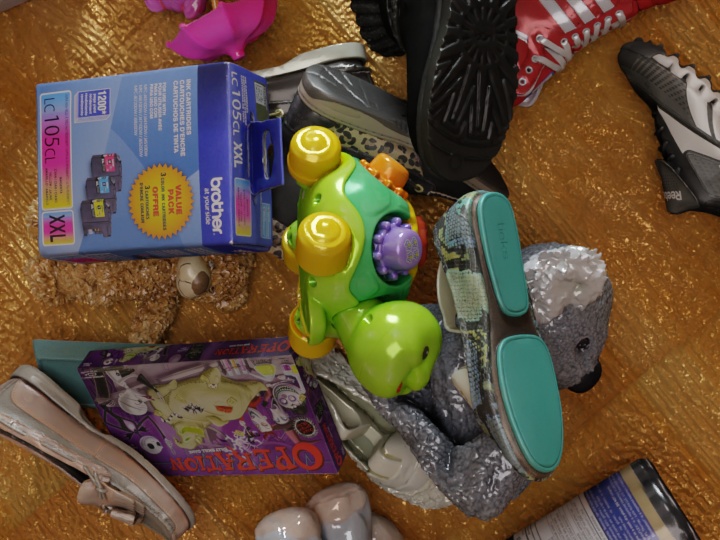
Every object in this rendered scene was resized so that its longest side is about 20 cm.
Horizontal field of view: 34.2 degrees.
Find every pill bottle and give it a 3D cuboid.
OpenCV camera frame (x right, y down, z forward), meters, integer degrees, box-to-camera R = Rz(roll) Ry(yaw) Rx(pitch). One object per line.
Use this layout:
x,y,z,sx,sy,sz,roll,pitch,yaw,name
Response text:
0.172,0.246,0.928,0.199,0.112,0.112,-33,89,7,pill bottle

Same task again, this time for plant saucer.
-0.178,0.093,0.989,0.198,0.019,0.070,1,129,5,plant saucer

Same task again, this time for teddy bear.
-0.191,-0.009,0.978,0.199,0.067,0.146,23,97,5,teddy bear

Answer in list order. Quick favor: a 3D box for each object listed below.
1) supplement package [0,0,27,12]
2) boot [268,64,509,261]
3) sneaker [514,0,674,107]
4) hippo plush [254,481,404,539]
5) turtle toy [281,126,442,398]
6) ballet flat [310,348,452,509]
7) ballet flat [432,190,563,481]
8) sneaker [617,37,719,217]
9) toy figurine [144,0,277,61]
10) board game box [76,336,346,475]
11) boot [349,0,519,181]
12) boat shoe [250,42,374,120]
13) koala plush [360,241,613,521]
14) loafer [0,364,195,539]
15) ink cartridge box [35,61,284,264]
-0.316,-0.301,0.910,0.110,0.200,0.157,-20,91,7,supplement package
0.006,-0.063,0.946,0.199,0.073,0.151,22,120,-28,boot
0.169,-0.187,0.927,0.198,0.071,0.114,-2,89,14,sneaker
-0.014,0.281,0.901,0.160,0.159,0.201,31,94,47,hippo plush
0.000,0.000,0.832,0.100,0.146,0.201,-2,56,-8,turtle toy
0.002,0.135,0.964,0.200,0.072,0.072,39,96,3,ballet flat
0.089,0.047,0.801,0.074,0.074,0.202,-9,74,7,ballet flat
0.263,-0.093,0.924,0.090,0.066,0.200,-44,90,4,sneaker
-0.129,-0.264,0.940,0.199,0.150,0.186,19,105,27,toy figurine
-0.121,0.113,0.942,0.198,0.032,0.121,-6,126,24,board game box
0.047,-0.171,0.896,0.079,0.157,0.213,9,87,-32,boot
-0.085,-0.129,0.957,0.200,0.072,0.061,-16,87,4,boat shoe
0.113,0.055,0.900,0.200,0.177,0.184,-45,78,10,koala plush
-0.228,0.164,0.964,0.200,0.072,0.063,39,55,7,loafer
-0.143,-0.080,0.889,0.198,0.076,0.138,-3,87,18,ink cartridge box
